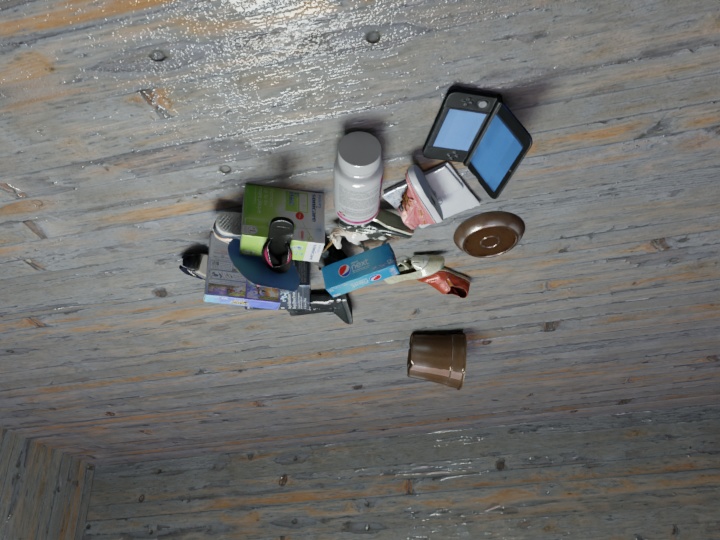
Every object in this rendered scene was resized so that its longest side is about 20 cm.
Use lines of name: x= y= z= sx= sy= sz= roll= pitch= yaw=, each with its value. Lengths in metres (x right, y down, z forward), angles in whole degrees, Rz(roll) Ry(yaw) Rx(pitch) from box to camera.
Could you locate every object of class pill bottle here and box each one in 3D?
pill bottle: x=-0.005 y=-0.203 z=1.362 sx=0.110 sy=0.116 sz=0.202 roll=-1 pitch=150 yaw=-3

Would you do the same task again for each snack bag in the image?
snack bag: x=0.178 y=-0.176 z=1.514 sx=0.185 sy=0.022 sz=0.199 roll=-21 pitch=145 yaw=27

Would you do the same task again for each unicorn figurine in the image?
unicorn figurine: x=0.003 y=-0.091 z=1.607 sx=0.197 sy=0.075 sz=0.137 roll=-30 pitch=143 yaw=11

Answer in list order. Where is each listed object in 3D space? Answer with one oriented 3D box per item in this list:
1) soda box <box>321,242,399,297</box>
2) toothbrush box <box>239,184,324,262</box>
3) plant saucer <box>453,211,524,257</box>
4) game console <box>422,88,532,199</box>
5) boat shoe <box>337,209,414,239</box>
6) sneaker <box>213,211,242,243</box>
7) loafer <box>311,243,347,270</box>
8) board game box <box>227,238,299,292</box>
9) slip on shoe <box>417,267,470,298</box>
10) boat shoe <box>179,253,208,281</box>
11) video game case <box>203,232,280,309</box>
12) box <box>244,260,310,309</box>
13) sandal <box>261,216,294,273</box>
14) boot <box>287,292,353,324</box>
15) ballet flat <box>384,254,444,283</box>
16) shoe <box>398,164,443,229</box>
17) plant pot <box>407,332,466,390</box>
soda box: x=0.000 y=0.000 z=1.615 sx=0.195 sy=0.069 sz=0.064 roll=-20 pitch=154 yaw=9
toothbrush box: x=-0.187 y=-0.113 z=1.466 sx=0.194 sy=0.149 sz=0.087 roll=7 pitch=148 yaw=-14
plant saucer: x=0.352 y=-0.088 z=1.665 sx=0.194 sy=0.033 sz=0.202 roll=-2 pitch=148 yaw=-1
game console: x=0.238 y=-0.260 z=1.283 sx=0.166 sy=0.121 sz=0.201 roll=4 pitch=148 yaw=-12
boat shoe: x=0.038 y=-0.113 z=1.532 sx=0.194 sy=0.073 sz=0.069 roll=14 pitch=125 yaw=-3
sneaker: x=-0.276 y=-0.104 z=1.544 sx=0.195 sy=0.081 sz=0.079 roll=7 pitch=160 yaw=-27
loafer: x=-0.091 y=-0.029 z=1.675 sx=0.072 sy=0.074 sz=0.199 roll=-38 pitch=127 yaw=19
board game box: x=-0.240 y=0.000 z=1.484 sx=0.197 sy=0.160 sz=0.039 roll=13 pitch=126 yaw=-41
slip on shoe: x=0.250 y=0.037 z=1.835 sx=0.196 sy=0.063 sz=0.074 roll=17 pitch=146 yaw=-27
boat shoe: x=-0.421 y=0.001 z=1.730 sx=0.091 sy=0.077 sz=0.199 roll=4 pitch=161 yaw=33
video game case: x=-0.307 y=0.002 z=1.612 sx=0.194 sy=0.186 sz=0.046 roll=8 pitch=149 yaw=-17
box: x=-0.238 y=0.031 z=1.741 sx=0.194 sy=0.110 sz=0.150 roll=1 pitch=150 yaw=-4
sandal: x=-0.188 y=-0.045 z=1.390 sx=0.073 sy=0.046 sz=0.202 roll=3 pitch=147 yaw=-10
boot: x=-0.128 y=0.126 z=1.945 sx=0.194 sy=0.067 sz=0.167 roll=-9 pitch=140 yaw=5
ballet flat: x=0.144 y=-0.009 z=1.749 sx=0.196 sy=0.069 sz=0.062 roll=-19 pitch=136 yaw=25
shoe: x=0.125 y=-0.165 z=1.439 sx=0.089 sy=0.073 sz=0.200 roll=-17 pitch=147 yaw=19
plant pot: x=0.269 y=0.316 z=2.187 sx=0.192 sy=0.205 sz=0.202 roll=5 pitch=150 yaw=1
